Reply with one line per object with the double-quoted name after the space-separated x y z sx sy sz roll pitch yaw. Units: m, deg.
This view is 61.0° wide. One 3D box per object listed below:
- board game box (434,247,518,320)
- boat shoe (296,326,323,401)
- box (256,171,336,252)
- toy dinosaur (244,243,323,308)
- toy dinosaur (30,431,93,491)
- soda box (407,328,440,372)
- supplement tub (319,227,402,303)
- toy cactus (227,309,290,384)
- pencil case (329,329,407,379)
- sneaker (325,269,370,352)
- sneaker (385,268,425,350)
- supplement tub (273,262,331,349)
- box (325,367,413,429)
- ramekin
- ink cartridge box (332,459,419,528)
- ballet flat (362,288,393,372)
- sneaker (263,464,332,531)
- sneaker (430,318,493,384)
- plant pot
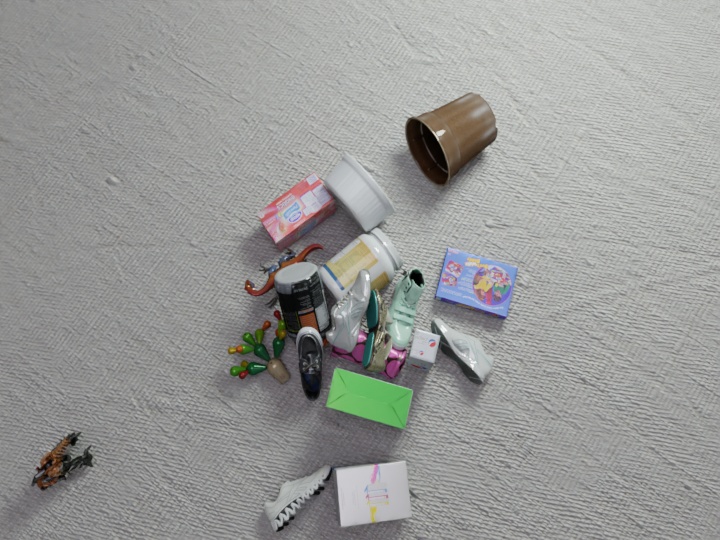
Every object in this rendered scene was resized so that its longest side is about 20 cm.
0.306 0.035 1.627 0.194 0.045 0.138 16 77 6 "board game box"
-0.125 0.239 1.523 0.067 0.205 0.067 -1 31 -7 "boat shoe"
-0.171 -0.157 1.667 0.198 0.095 0.104 -37 77 -6 "box"
-0.218 0.001 1.600 0.105 0.200 0.181 45 37 2 "toy dinosaur"
-0.740 0.476 1.510 0.197 0.135 0.104 -28 91 38 "toy dinosaur"
0.154 0.201 1.512 0.062 0.200 0.070 14 76 7 "soda box"
0.000 0.000 1.596 0.198 0.145 0.146 -38 77 -7 "supplement tub"
-0.243 0.220 1.588 0.165 0.102 0.200 46 73 2 "toy cactus"
0.019 0.212 1.575 0.195 0.091 0.096 21 85 5 "pencil case"
-0.027 0.092 1.486 0.078 0.070 0.206 17 94 -8 "sneaker"
0.116 0.091 1.557 0.072 0.119 0.206 15 60 -11 "sneaker"
-0.142 0.094 1.552 0.118 0.123 0.206 -12 113 -1 "supplement tub"
0.025 0.315 1.502 0.194 0.177 0.100 15 76 5 "box"
-0.008 -0.199 1.623 0.097 0.201 0.201 -42 78 0 "ramekin"
0.037 0.529 1.466 0.193 0.129 0.130 -5 76 -8 "ink cartridge box"
0.047 0.152 1.525 0.073 0.067 0.207 13 69 -25 "ballet flat"
-0.155 0.545 1.511 0.199 0.076 0.081 -41 66 -10 "sneaker"
0.262 0.196 1.585 0.080 0.071 0.201 -39 80 -23 "sneaker"
0.253 -0.369 1.662 0.196 0.201 0.202 -33 77 -14 "plant pot"
